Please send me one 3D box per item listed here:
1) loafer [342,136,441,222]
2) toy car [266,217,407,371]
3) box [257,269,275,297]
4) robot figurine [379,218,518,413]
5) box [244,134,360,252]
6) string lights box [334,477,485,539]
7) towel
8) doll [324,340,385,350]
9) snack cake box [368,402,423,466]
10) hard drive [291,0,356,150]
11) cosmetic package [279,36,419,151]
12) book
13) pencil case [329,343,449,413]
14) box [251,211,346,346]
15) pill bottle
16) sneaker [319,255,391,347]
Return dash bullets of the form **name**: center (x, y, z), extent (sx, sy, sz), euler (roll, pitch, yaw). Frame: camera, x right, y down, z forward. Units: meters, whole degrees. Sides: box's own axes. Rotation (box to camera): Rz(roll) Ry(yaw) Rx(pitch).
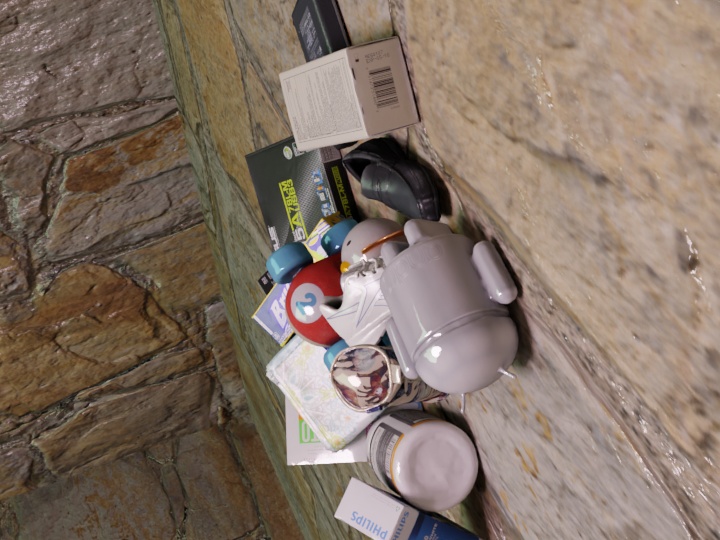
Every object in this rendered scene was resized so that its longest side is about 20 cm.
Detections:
- **loafer**: center (0.036, -0.100, 1.216), extent (0.201, 0.070, 0.069), euler (-129, 25, -57)
- **toy car**: center (0.000, 0.000, 1.320), extent (0.185, 0.176, 0.200), euler (57, 150, 17)
- **box**: center (-0.070, 0.089, 1.723), extent (0.200, 0.050, 0.158), euler (42, -175, -33)
- **robot figurine**: center (0.092, 0.043, 1.078), extent (0.170, 0.112, 0.201), euler (-46, 57, 36)
- **box**: center (-0.087, -0.107, 1.603), extent (0.192, 0.047, 0.201), euler (-11, 97, 49)
- **string lights box**: center (0.070, 0.342, 1.366), extent (0.102, 0.059, 0.200), euler (19, 170, 46)
- **towel**: center (-0.026, 0.144, 1.501), extent (0.171, 0.200, 0.048), euler (49, -159, 11)
- **doll**: center (0.017, 0.115, 1.427), extent (0.199, 0.137, 0.048), euler (32, 180, 9)
- **snack cake box**: center (0.051, 0.253, 1.610), extent (0.200, 0.067, 0.116), euler (172, 80, -76)
- **hard drive**: center (-0.040, -0.273, 1.383), extent (0.140, 0.033, 0.201), euler (148, 104, -76)
- **cosmetic package**: center (-0.018, -0.204, 1.224), extent (0.200, 0.073, 0.104), euler (7, 113, 64)
- **book**: center (-0.047, 0.190, 1.572), extent (0.048, 0.133, 0.202), euler (15, -111, -64)
- **pencil case**: center (0.048, 0.123, 1.220), extent (0.200, 0.089, 0.078), euler (5, -86, -61)
- **box**: center (-0.073, 0.014, 1.522), extent (0.070, 0.064, 0.200), euler (42, 115, 11)
- **pill bottle**: center (0.076, 0.250, 1.405), extent (0.200, 0.116, 0.117), euler (177, 76, -77)
- **sneaker**: center (0.026, 0.018, 1.209), extent (0.087, 0.200, 0.075), euler (39, -150, -9)
